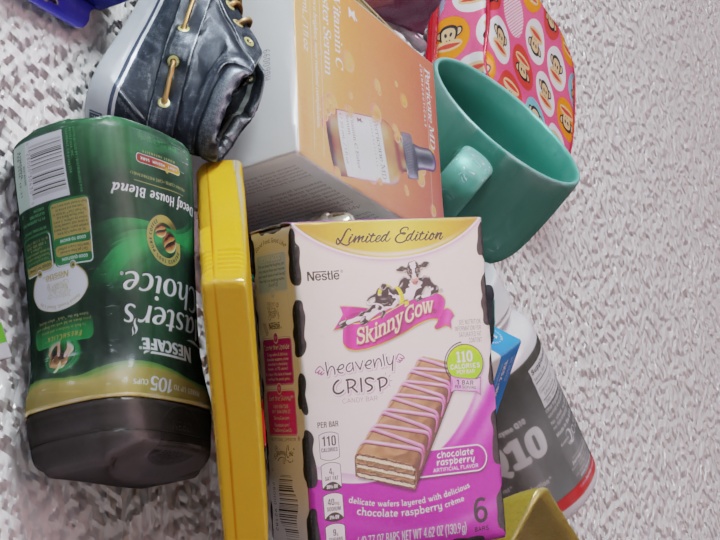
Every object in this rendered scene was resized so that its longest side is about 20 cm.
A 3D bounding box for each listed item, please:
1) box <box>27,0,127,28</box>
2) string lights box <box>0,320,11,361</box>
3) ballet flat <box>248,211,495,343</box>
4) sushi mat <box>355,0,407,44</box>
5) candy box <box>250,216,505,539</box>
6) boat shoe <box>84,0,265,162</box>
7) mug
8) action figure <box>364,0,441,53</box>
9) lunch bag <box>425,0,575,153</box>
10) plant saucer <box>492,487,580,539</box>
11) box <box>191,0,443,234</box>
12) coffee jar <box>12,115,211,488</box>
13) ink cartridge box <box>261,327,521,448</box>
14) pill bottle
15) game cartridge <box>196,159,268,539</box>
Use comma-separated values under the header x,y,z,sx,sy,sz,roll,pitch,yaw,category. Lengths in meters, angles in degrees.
x,y,z,sx,sy,sz,roll,pitch,yaw,category
-0.187,-0.254,1.023,0.119,0.041,0.201,24,55,-57,box
-0.246,-0.039,0.788,0.103,0.059,0.201,-19,94,-61,string lights box
0.000,0.000,1.109,0.073,0.199,0.073,-159,-90,-88,ballet flat
-0.049,-0.197,1.191,0.200,0.095,0.012,37,58,-50,sushi mat
0.012,0.070,1.006,0.136,0.061,0.201,-4,86,-29,candy box
-0.093,-0.153,1.048,0.071,0.091,0.201,86,22,-60,boat shoe
0.074,-0.081,1.319,0.185,0.114,0.152,9,38,-51,mug
-0.021,-0.233,1.298,0.200,0.134,0.149,-37,153,-48,action figure
0.134,-0.176,1.537,0.200,0.082,0.177,42,43,-48,lunch bag
0.079,0.254,1.091,0.200,0.048,0.200,-59,147,-16,plant saucer
-0.035,-0.103,1.161,0.200,0.106,0.153,28,53,-54,box
-0.139,0.021,0.931,0.104,0.085,0.201,19,61,-58,coffee jar
0.015,0.077,1.137,0.200,0.116,0.067,-27,139,-59,ink cartridge box
0.101,0.102,1.308,0.201,0.113,0.114,63,30,-21,pill bottle
-0.075,0.049,0.956,0.200,0.032,0.177,-100,-174,-68,game cartridge
